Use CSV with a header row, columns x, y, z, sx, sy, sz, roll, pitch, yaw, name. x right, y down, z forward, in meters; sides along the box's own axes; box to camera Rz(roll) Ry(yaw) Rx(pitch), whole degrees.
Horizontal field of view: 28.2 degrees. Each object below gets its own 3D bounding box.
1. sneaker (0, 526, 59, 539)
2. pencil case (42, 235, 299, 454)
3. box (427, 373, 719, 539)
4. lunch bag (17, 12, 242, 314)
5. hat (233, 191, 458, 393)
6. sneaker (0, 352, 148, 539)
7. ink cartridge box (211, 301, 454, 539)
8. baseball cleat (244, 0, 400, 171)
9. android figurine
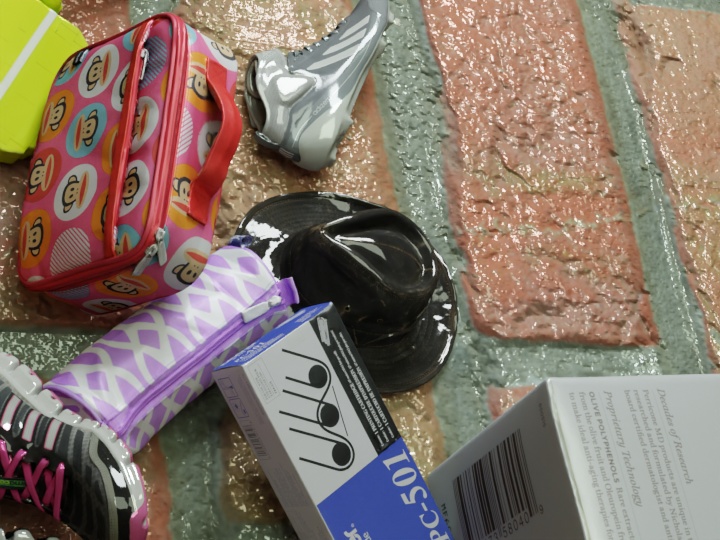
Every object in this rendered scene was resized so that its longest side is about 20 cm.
x,y,z,sx,sy,sz,roll,pitch,yaw,name
-0.161,0.223,0.925,0.199,0.075,0.082,15,69,-14,sneaker
-0.133,0.062,1.015,0.200,0.085,0.084,-41,127,-33,pencil case
0.177,0.199,1.011,0.170,0.199,0.201,0,63,-26,box
-0.156,-0.076,1.016,0.082,0.175,0.201,28,58,-44,lunch bag
0.000,0.000,1.121,0.199,0.081,0.202,11,58,-19,hat
-0.216,0.123,0.908,0.200,0.074,0.087,33,35,33,sneaker
-0.017,0.133,1.012,0.094,0.044,0.201,-34,102,-37,ink cartridge box
-0.036,-0.180,1.219,0.106,0.070,0.201,26,53,-10,baseball cleat
-0.289,-0.162,1.084,0.200,0.041,0.183,35,63,-21,android figurine
